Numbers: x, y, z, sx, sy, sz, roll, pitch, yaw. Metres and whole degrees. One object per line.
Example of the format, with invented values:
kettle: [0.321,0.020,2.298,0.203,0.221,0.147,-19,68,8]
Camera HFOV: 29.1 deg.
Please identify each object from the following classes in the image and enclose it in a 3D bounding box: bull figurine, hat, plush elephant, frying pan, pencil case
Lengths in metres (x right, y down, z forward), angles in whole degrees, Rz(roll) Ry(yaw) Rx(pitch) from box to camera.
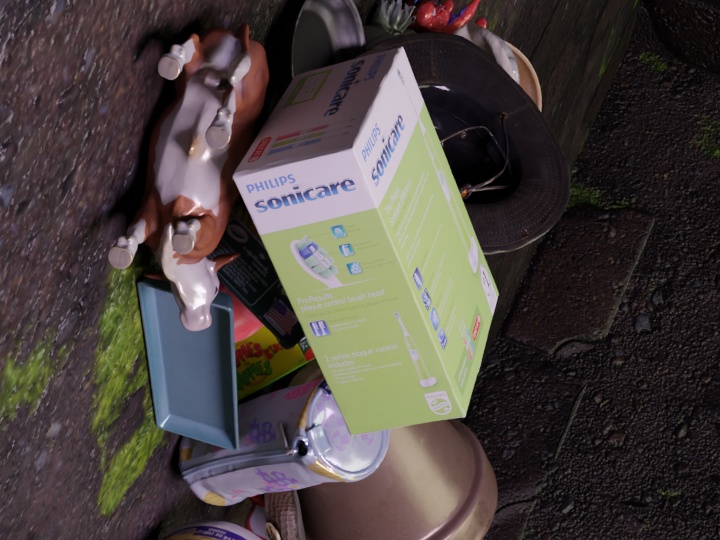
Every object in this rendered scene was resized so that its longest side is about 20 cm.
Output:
bull figurine: [-0.104,-0.055,0.858,0.121,0.065,0.201,-64,167,-77]
hat: [0.063,-0.086,1.094,0.201,0.200,0.081,-60,-176,-34]
plush elephant: [0.052,-0.139,1.203,0.165,0.154,0.201,89,26,-62]
frying pan: [-0.030,-0.195,1.042,0.115,0.031,0.191,-28,118,-58]
pencil case: [-0.065,0.141,1.122,0.200,0.083,0.091,-20,-165,50]

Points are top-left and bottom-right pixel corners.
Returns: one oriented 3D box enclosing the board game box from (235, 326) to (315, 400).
board game box: [-0.049,0.055,1.240,0.101,0.048,0.200,-30,178,16]

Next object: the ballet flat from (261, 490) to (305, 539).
ballet flat: [-0.085,0.190,1.237,0.200,0.046,0.068,-114,-163,-50]

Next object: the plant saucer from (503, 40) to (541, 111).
plant saucer: [0.079,-0.149,1.358,0.036,0.199,0.201,-117,-147,-48]

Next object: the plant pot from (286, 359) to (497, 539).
plant pot: [0.009,0.169,1.274,0.201,0.199,0.175,-59,141,-36]

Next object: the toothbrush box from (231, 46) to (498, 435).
toothbrush box: [0.011,-0.019,0.900,0.146,0.086,0.201,-67,141,-54]

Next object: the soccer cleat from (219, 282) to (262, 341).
soccer cleat: [-0.091,0.016,1.109,0.076,0.067,0.200,-33,-175,13]

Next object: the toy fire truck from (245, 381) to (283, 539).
toy fire truck: [-0.026,0.205,1.440,0.112,0.167,0.201,79,35,-69]

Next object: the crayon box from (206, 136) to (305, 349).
crayon box: [-0.045,-0.040,1.016,0.051,0.127,0.200,-44,-178,29]

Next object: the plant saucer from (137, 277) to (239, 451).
plant saucer: [-0.121,0.069,1.016,0.201,0.069,0.019,95,13,-53]

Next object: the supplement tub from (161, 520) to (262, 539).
supplement tub: [-0.149,0.310,1.134,0.200,0.145,0.146,-43,153,-64]

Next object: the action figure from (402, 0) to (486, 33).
action figure: [0.092,-0.273,1.378,0.099,0.065,0.200,-65,171,16]

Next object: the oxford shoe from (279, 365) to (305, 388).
oxford shoe: [-0.023,0.043,1.402,0.085,0.072,0.201,87,27,-68]
